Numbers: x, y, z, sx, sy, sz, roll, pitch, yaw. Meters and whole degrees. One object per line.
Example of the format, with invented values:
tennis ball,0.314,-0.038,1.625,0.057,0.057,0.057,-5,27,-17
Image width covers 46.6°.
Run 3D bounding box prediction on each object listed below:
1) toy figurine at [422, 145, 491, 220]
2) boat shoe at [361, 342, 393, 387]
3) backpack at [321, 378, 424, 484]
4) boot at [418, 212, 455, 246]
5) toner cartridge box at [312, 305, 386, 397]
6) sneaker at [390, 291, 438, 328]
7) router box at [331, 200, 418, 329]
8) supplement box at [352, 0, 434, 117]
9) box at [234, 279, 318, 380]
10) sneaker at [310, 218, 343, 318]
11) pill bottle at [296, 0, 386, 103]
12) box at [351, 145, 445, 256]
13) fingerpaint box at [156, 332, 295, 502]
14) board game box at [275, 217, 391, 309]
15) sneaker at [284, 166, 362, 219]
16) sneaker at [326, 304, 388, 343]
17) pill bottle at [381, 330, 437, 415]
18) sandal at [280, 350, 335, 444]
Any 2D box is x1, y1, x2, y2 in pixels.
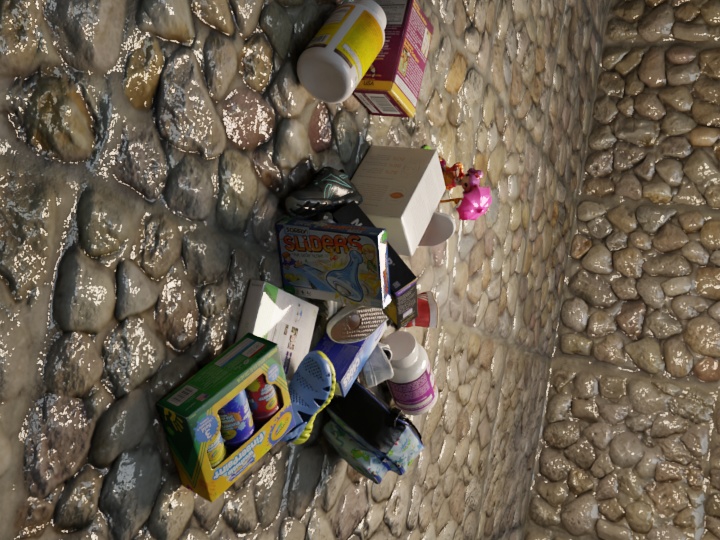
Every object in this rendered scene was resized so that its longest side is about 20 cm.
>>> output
toy figurine,0.218,-0.188,1.934,0.150,0.182,0.203,39,62,-60
boat shoe,0.031,0.176,1.698,0.200,0.068,0.073,-112,-170,-81
backpack,0.025,0.340,1.707,0.147,0.182,0.200,-51,144,-9
boot,0.120,-0.090,1.763,0.096,0.198,0.074,-44,117,-56
toner cartridge box,-0.032,0.154,1.627,0.201,0.094,0.044,-55,144,-42
sneaker,0.118,0.090,1.957,0.200,0.111,0.072,-107,-161,-82
router box,0.028,-0.008,1.532,0.052,0.201,0.158,-32,154,-12
supplement box,0.061,-0.422,1.646,0.131,0.102,0.203,32,69,-61
box,-0.145,0.109,1.455,0.200,0.036,0.146,33,68,-62
sneaker,-0.055,-0.013,1.550,0.082,0.074,0.202,-31,137,-37
pill bottle,-0.026,-0.394,1.473,0.201,0.108,0.110,-61,146,-35
box,0.062,-0.143,1.668,0.201,0.150,0.107,-61,146,-34
fingerpaint box,-0.200,0.225,1.295,0.200,0.073,0.169,-38,131,-40
board game box,-0.046,-0.014,1.434,0.034,0.198,0.137,-41,132,-53
sneaker,-0.075,-0.142,1.510,0.199,0.075,0.080,-12,81,-57
sneaker,0.004,0.077,1.629,0.199,0.084,0.074,-26,121,-29
pill bottle,0.108,0.232,1.908,0.113,0.111,0.201,-62,148,-34
sandal,-0.109,0.232,1.474,0.087,0.079,0.202,-5,124,-50
